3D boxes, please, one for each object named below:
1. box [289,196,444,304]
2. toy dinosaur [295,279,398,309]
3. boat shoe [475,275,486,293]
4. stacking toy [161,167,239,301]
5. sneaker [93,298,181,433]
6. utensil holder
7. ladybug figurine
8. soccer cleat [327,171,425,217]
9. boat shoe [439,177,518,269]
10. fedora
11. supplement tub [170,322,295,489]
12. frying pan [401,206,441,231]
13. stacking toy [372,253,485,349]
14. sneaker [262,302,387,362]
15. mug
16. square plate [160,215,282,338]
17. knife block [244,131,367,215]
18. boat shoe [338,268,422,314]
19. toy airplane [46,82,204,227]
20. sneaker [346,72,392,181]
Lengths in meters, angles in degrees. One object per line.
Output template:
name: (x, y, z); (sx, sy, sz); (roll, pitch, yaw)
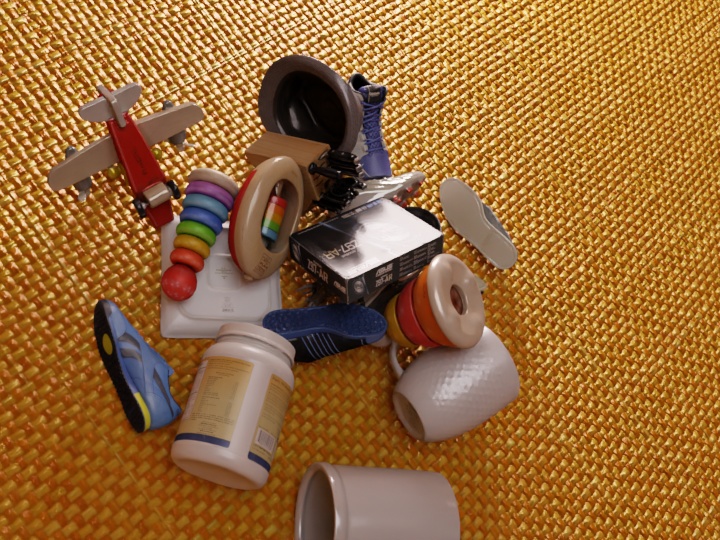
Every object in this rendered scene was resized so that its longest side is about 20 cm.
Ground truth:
box: (0.009, -0.038, 1.293); (0.197, 0.044, 0.159); (-24, 40, -29)
toy dinosaur: (0.000, 0.000, 1.326); (0.198, 0.078, 0.102); (-31, 54, -25)
boat shoe: (0.140, 0.046, 1.423); (0.197, 0.069, 0.072); (-15, 46, -40)
stacking toy: (-0.249, -0.049, 1.250); (0.084, 0.085, 0.205); (19, 69, -15)
sneaker: (-0.322, 0.132, 1.186); (0.077, 0.066, 0.204); (-19, 78, -40)
utensil holder: (0.022, 0.366, 1.179); (0.195, 0.170, 0.174); (7, 67, -23)
ladybug figurine: (-0.153, -0.083, 1.282); (0.136, 0.070, 0.205); (42, 62, -55)
soccer cleat: (0.029, -0.135, 1.434); (0.198, 0.070, 0.078); (-31, 71, -24)
boat shoe: (0.218, -0.086, 1.516); (0.201, 0.073, 0.062); (51, 16, 10)
fedora: (-0.072, -0.278, 1.409); (0.197, 0.180, 0.090); (30, 32, 19)
supplement tub: (-0.175, 0.193, 1.174); (0.142, 0.144, 0.204); (22, 62, -13)
frying pan: (0.068, -0.043, 1.412); (0.113, 0.031, 0.191); (19, 52, 21)
stacking toy: (0.085, 0.071, 1.294); (0.145, 0.197, 0.150); (28, 52, -42)
sneaker: (-0.057, 0.102, 1.278); (0.194, 0.079, 0.071); (1, 45, -6)
mug: (0.129, 0.170, 1.325); (0.173, 0.149, 0.201); (-29, 61, -22)
square plate: (-0.216, 0.008, 1.297); (0.195, 0.028, 0.203); (4, 68, -22)
knife block: (-0.085, -0.176, 1.342); (0.200, 0.176, 0.064); (46, 59, 0)
boat shoe: (0.035, 0.035, 1.388); (0.066, 0.058, 0.199); (29, 49, 32)
toy airplane: (-0.355, -0.187, 1.250); (0.196, 0.140, 0.204); (18, 91, -27)
sneaker: (0.007, -0.264, 1.452); (0.079, 0.115, 0.204); (-12, 74, -25)
